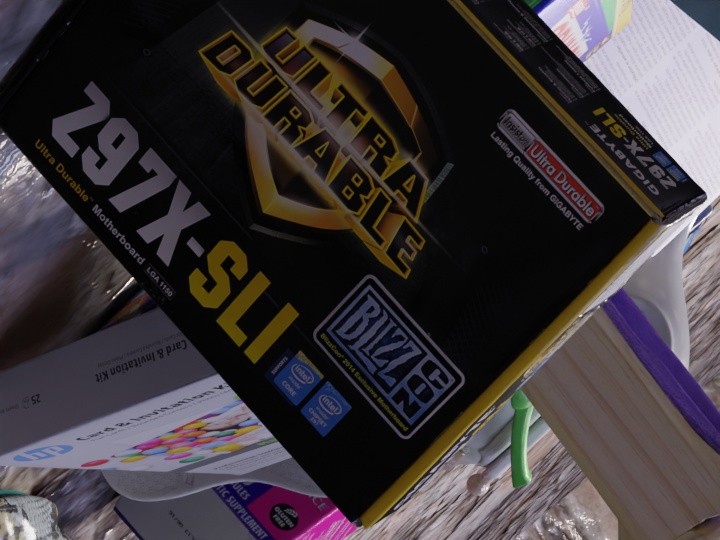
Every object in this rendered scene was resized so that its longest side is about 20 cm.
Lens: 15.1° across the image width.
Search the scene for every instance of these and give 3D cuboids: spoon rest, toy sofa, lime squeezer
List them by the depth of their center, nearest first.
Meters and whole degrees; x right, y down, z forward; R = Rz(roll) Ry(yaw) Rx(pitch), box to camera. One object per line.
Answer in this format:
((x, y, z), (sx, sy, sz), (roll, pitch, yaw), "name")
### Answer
((0.108, 0.031, 1.193), (0.083, 0.200, 0.098), (-35, 177, -45), "toy sofa")
((0.059, 0.045, 1.460), (0.071, 0.200, 0.038), (-8, -133, 43), "lime squeezer")
((0.156, 0.004, 1.462), (0.200, 0.099, 0.061), (-57, -169, -15), "spoon rest")

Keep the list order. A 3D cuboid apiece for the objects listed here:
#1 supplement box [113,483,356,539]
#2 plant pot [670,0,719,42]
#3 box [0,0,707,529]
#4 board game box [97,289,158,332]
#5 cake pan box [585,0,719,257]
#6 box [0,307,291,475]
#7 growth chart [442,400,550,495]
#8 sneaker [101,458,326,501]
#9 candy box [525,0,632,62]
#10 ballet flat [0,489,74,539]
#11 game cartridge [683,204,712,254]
((-0.032, 0.107, 1.624), (0.200, 0.101, 0.103), (-34, 166, -38), "supplement box")
((0.216, -0.183, 1.187), (0.141, 0.141, 0.200), (-33, 156, -37), "plant pot")
((-0.009, -0.039, 0.907), (0.160, 0.200, 0.049), (-47, 169, 29), "box")
((-0.076, 0.036, 1.363), (0.200, 0.039, 0.158), (-33, 166, -36), "board game box")
((0.168, -0.124, 1.357), (0.184, 0.052, 0.200), (-45, 142, -4), "cake pan box")
((-0.056, 0.052, 1.231), (0.156, 0.041, 0.200), (-21, 163, 30), "box")
((0.037, 0.043, 1.490), (0.145, 0.200, 0.018), (-41, -152, 33), "growth chart")
((-0.034, 0.075, 1.442), (0.200, 0.071, 0.099), (-7, -165, 26), "sneaker")
((0.021, -0.085, 1.144), (0.200, 0.077, 0.169), (-42, 171, -1), "candy box")
((-0.175, 0.161, 1.436), (0.072, 0.072, 0.200), (-41, 168, -5), "ballet flat")
((0.143, 0.010, 1.596), (0.130, 0.038, 0.200), (-36, 171, -10), "game cartridge")
